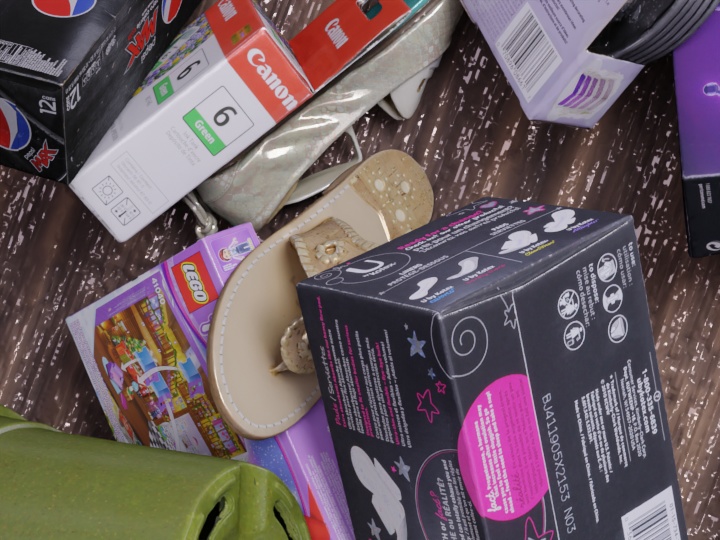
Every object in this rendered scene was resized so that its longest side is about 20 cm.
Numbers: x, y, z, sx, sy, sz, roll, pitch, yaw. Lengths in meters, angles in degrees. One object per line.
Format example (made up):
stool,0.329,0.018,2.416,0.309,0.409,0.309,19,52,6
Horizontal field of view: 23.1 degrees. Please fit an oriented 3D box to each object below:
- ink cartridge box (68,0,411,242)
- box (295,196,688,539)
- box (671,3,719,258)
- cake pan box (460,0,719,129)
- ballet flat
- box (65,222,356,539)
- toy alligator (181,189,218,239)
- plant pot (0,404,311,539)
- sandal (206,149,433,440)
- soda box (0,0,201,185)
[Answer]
ink cartridge box,-0.073,-0.109,0.970,0.200,0.109,0.050,-38,113,5
box,0.068,0.081,0.859,0.132,0.115,0.201,-25,112,-33
box,0.228,-0.115,0.895,0.140,0.079,0.201,-5,58,10
cake pan box,0.116,-0.199,0.890,0.184,0.052,0.201,-53,48,36
ballet flat,-0.006,-0.096,0.992,0.200,0.067,0.062,-38,113,5
box,-0.072,0.091,0.948,0.137,0.039,0.201,-26,86,45
toy alligator,-0.058,0.047,0.983,0.054,0.059,0.200,-37,80,5
plant pot,-0.130,0.161,0.888,0.189,0.200,0.201,-5,84,30
sandal,-0.004,-0.004,0.908,0.070,0.212,0.078,-27,109,43
soda box,-0.143,-0.138,0.951,0.063,0.071,0.200,17,45,11
